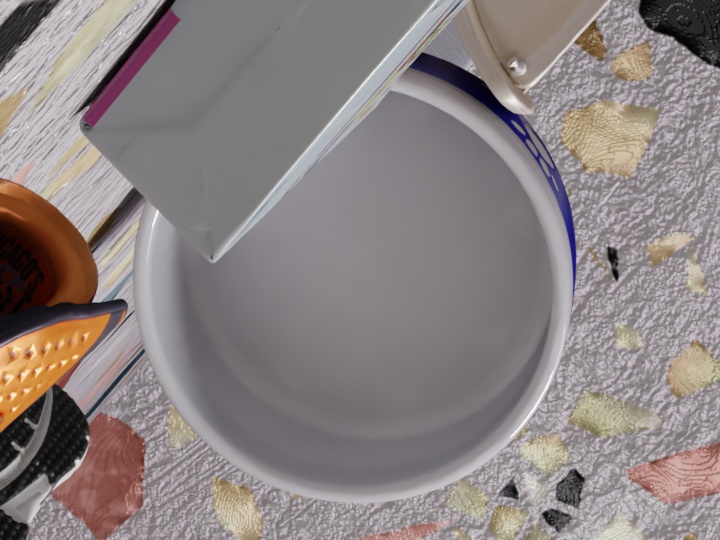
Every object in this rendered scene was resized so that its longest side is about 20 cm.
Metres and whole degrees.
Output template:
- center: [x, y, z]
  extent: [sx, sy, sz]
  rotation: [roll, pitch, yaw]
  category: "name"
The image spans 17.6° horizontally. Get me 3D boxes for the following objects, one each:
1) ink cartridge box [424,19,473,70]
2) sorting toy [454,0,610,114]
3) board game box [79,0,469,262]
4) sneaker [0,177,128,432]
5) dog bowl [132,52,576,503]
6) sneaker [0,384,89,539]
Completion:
- center: [-0.005, -0.097, 1.340]
  extent: [0.196, 0.043, 0.200]
  rotation: [-34, -170, 30]
  category: "ink cartridge box"
- center: [0.113, -0.171, 1.085]
  extent: [0.200, 0.107, 0.180]
  rotation: [-48, 168, 5]
  category: "sorting toy"
- center: [0.004, -0.101, 0.760]
  extent: [0.148, 0.064, 0.200]
  rotation: [-47, 180, 23]
  category: "board game box"
- center: [-0.101, 0.035, 0.539]
  extent: [0.112, 0.078, 0.200]
  rotation: [-47, -179, -6]
  category: "sneaker"
- center: [0.000, 0.000, 1.066]
  extent: [0.200, 0.200, 0.079]
  rotation: [-48, -177, 17]
  category: "dog bowl"
- center: [-0.206, 0.134, 1.182]
  extent: [0.080, 0.074, 0.200]
  rotation: [-45, -178, 33]
  category: "sneaker"
